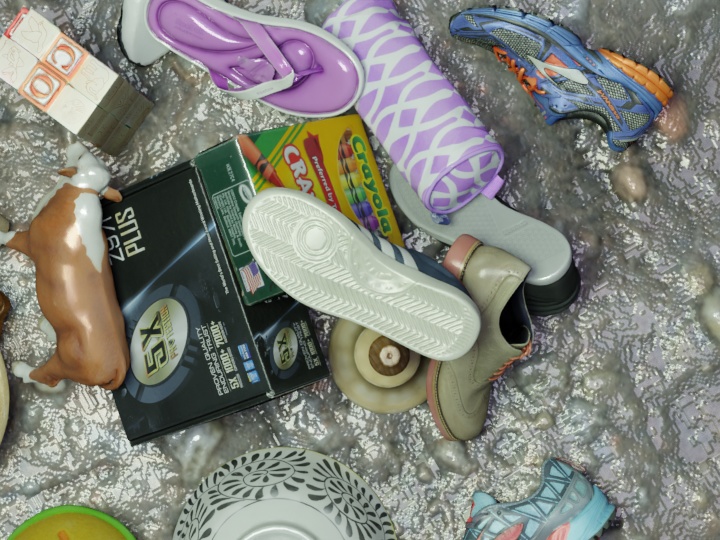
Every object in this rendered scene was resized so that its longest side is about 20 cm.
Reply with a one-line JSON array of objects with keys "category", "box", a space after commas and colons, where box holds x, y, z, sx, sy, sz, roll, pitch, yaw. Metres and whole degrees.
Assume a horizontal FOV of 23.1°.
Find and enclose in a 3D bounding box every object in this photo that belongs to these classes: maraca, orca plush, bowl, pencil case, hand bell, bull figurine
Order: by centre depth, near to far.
[{"category": "bull figurine", "box": [-0.239, 0.000, 1.417, 0.121, 0.065, 0.201, -7, 92, 39]}, {"category": "hand bell", "box": [0.021, 0.069, 1.419, 0.103, 0.200, 0.105, 0, 89, 1]}, {"category": "pencil case", "box": [0.043, -0.139, 1.448, 0.084, 0.085, 0.201, -48, 63, 32]}, {"category": "maraca", "box": [-0.254, 0.293, 1.462, 0.136, 0.107, 0.201, 24, 89, 0]}, {"category": "bowl", "box": [-0.066, 0.252, 1.467, 0.199, 0.094, 0.202, 0, 89, 1]}, {"category": "orca plush", "box": [-0.165, -0.278, 1.497, 0.105, 0.071, 0.201, -4, 121, -33]}]

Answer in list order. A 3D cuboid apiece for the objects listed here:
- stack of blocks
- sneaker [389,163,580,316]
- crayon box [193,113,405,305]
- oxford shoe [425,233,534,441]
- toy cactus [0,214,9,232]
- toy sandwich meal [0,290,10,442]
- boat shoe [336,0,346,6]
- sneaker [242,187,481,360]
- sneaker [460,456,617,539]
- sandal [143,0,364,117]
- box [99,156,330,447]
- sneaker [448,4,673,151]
[{"category": "stack of blocks", "box": [-0.242, -0.156, 1.432, 0.115, 0.200, 0.059, 36, 89, 1]}, {"category": "sneaker", "box": [0.106, -0.026, 1.489, 0.200, 0.099, 0.071, 35, 78, 33]}, {"category": "crayon box", "box": [-0.036, -0.055, 1.432, 0.051, 0.200, 0.128, -21, 89, 36]}, {"category": "oxford shoe", "box": [0.100, 0.068, 1.428, 0.074, 0.071, 0.201, 19, 133, 22]}, {"category": "toy cactus", "box": [-0.365, -0.059, 1.462, 0.165, 0.102, 0.200, 27, 112, -35]}, {"category": "toy sandwich meal", "box": [-0.369, 0.093, 1.478, 0.204, 0.070, 0.207, 1, 94, 17]}, {"category": "boat shoe", "box": [0.049, -0.304, 1.503, 0.200, 0.072, 0.069, -38, 87, 9]}, {"category": "sneaker", "box": [0.000, 0.000, 1.345, 0.199, 0.085, 0.075, 33, 103, -5]}, {"category": "sneaker", "box": [0.114, 0.234, 1.483, 0.200, 0.079, 0.096, -37, 78, -9]}, {"category": "sandal", "box": [-0.094, -0.172, 1.442, 0.202, 0.050, 0.083, 22, 125, 15]}, {"category": "box", "box": [-0.139, 0.023, 1.445, 0.163, 0.086, 0.201, -20, 88, 34]}, {"category": "sneaker", "box": [0.163, -0.165, 1.490, 0.199, 0.075, 0.079, 25, 92, 4]}]
